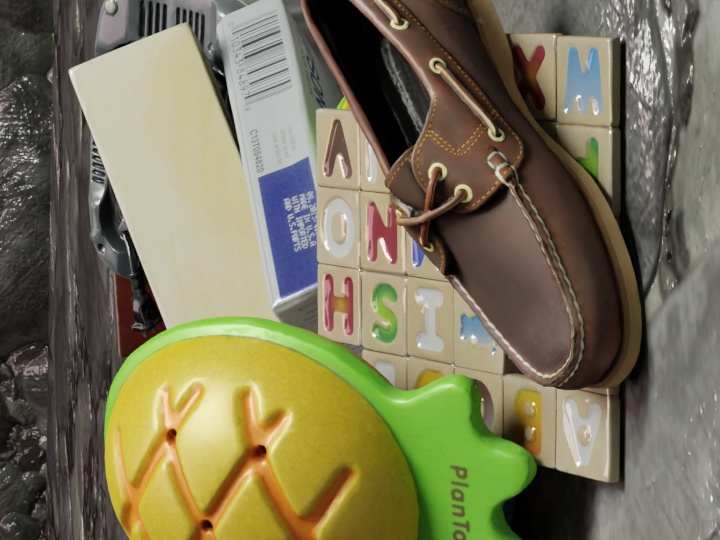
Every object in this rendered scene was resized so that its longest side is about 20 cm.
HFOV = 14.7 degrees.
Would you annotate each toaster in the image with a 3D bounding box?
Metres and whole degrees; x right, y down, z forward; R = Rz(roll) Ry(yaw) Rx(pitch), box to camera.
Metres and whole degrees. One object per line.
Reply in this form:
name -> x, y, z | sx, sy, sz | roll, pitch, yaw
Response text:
toaster -> -0.066, -0.071, 1.477 | 0.113, 0.129, 0.201 | 16, 114, 30

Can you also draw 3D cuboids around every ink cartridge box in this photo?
ink cartridge box -> 0.000, 0.000, 1.350 | 0.200, 0.040, 0.200 | 57, -166, -45

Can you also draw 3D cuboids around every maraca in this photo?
maraca -> -0.019, 0.086, 1.137 | 0.107, 0.199, 0.138 | -42, -47, -52

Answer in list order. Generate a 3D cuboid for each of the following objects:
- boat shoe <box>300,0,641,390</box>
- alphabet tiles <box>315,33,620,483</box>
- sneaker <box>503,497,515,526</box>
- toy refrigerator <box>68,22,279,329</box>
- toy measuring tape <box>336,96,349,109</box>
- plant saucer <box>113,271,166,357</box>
boat shoe -> 0.036, -0.038, 1.062 | 0.071, 0.070, 0.201 | -54, 52, 39
alphabet tiles -> 0.039, -0.012, 1.127 | 0.199, 0.008, 0.168 | 8, 101, 55
sneaker -> 0.030, 0.146, 1.265 | 0.080, 0.070, 0.202 | -106, 25, -68
toy refrigerator -> -0.069, -0.012, 1.347 | 0.076, 0.070, 0.201 | 64, -175, -84
toy measuring tape -> 0.014, -0.086, 1.282 | 0.074, 0.073, 0.201 | 104, 160, -54
plant saucer -> -0.086, -0.067, 1.646 | 0.200, 0.036, 0.200 | 93, -159, -59
